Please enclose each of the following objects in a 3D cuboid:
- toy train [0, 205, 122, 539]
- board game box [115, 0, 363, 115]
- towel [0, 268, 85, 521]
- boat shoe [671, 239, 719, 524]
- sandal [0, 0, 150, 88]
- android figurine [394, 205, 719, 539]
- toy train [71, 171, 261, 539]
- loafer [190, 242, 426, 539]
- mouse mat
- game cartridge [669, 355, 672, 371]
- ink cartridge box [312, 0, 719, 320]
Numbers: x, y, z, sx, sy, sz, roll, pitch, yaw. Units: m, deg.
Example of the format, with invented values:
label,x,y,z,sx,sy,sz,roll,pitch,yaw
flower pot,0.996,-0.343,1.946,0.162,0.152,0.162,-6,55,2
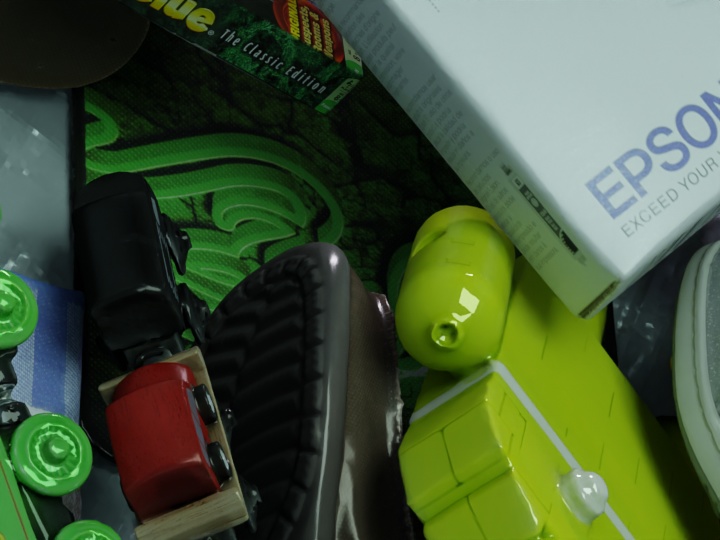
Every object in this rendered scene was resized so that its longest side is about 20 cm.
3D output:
label,x,y,z,sx,sy,sz,roll,pitch,yaw
toy train,-0.117,0.009,0.763,0.056,0.042,0.201,-14,75,-33
board game box,-0.052,-0.144,0.888,0.105,0.023,0.200,24,40,-32
towel,-0.135,0.077,0.751,0.146,0.024,0.201,17,58,-30
boat shoe,0.138,0.067,0.829,0.074,0.065,0.202,43,27,-39
sandal,-0.156,-0.117,0.818,0.211,0.078,0.070,21,36,-33
android figurine,0.067,0.068,0.825,0.182,0.041,0.200,54,18,-10
toy train,-0.048,0.049,0.767,0.034,0.046,0.200,-19,49,2
loafer,-0.011,0.092,0.808,0.071,0.073,0.201,18,65,-40
mouse mat,0.000,0.000,0.902,0.199,0.008,0.162,13,60,-30
game cartridge,0.200,0.052,0.989,0.177,0.032,0.200,55,44,-5
ink cartridge box,0.073,-0.118,0.865,0.199,0.041,0.200,-38,83,-27
